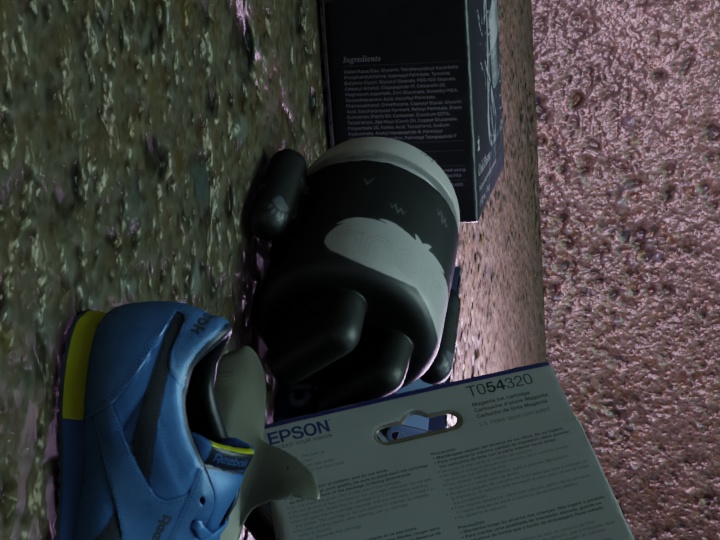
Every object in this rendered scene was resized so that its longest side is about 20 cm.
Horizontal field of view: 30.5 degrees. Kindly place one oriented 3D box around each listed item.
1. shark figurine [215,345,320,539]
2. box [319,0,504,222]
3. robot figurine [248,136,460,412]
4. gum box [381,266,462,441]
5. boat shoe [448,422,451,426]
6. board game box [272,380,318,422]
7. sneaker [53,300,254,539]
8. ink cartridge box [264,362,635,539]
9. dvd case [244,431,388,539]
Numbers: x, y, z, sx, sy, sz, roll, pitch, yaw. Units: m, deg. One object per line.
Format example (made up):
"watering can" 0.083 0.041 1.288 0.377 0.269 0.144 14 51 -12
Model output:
"shark figurine" -0.061 0.137 0.687 0.128 0.088 0.218 48 42 -70
"box" 0.049 -0.158 1.104 0.200 0.122 0.199 -55 141 -69
"robot figurine" 0.000 0.002 0.877 0.201 0.123 0.152 -76 163 -45
"gum box" 0.029 0.121 1.027 0.171 0.044 0.201 -79 -176 -47
"boat shoe" 0.054 0.162 1.254 0.202 0.059 0.073 41 50 -74
"board game box" -0.019 0.070 0.989 0.136 0.034 0.202 77 18 -46
"sneaker" -0.089 0.115 0.580 0.066 0.077 0.203 9 82 -79
"ink cartridge box" 0.054 0.159 0.755 0.044 0.194 0.201 90 -15 -46
"dvd case" 0.026 0.196 0.835 0.200 0.025 0.150 50 31 11
